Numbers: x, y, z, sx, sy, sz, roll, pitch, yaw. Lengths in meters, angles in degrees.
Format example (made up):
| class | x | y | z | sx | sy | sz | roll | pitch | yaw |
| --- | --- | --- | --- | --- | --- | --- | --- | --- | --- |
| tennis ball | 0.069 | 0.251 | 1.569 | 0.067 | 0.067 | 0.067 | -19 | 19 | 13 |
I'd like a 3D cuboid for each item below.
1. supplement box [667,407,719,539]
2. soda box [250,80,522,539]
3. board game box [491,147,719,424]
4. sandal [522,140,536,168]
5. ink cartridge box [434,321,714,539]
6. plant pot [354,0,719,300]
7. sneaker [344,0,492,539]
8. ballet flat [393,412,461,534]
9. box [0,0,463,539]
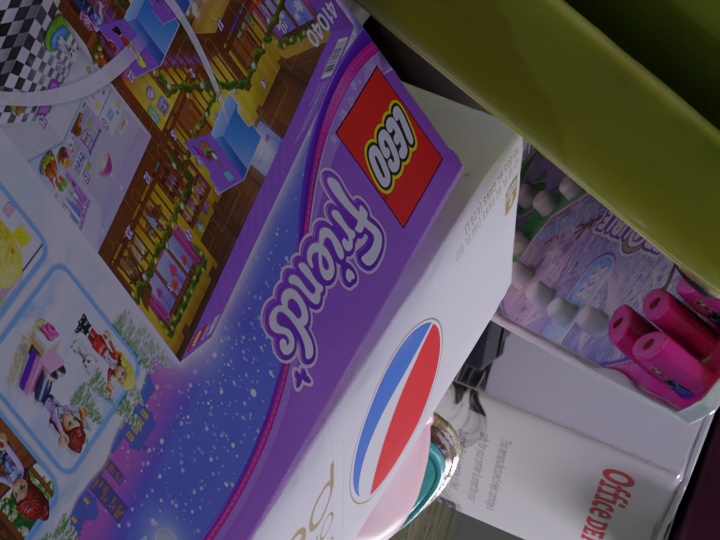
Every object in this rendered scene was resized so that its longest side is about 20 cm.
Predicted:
| class | x | y | z | sx | sy | sz | roll | pitch | yaw |
| --- | --- | --- | --- | --- | --- | --- | --- | --- | --- |
| supplement box | 0.187 | 0.074 | 1.011 | 0.086 | 0.110 | 0.200 | 100 | 11 | -56 |
| soda box | -0.035 | 0.041 | 0.591 | 0.200 | 0.068 | 0.064 | -56 | 159 | -34 |
| board game box | 0.112 | -0.060 | 0.785 | 0.200 | 0.026 | 0.200 | -51 | -158 | -4 |
| sandal | -0.014 | -0.010 | 0.882 | 0.200 | 0.055 | 0.082 | -29 | 136 | -25 |
| ink cartridge box | 0.036 | 0.029 | 0.990 | 0.145 | 0.200 | 0.084 | 94 | 20 | -68 |
| plant pot | 0.089 | -0.119 | 0.617 | 0.182 | 0.200 | 0.199 | -49 | -167 | 16 |
| sneaker | 0.000 | 0.000 | 0.785 | 0.075 | 0.105 | 0.201 | -16 | 107 | -31 |
| ballet flat | -0.039 | 0.082 | 0.942 | 0.200 | 0.071 | 0.071 | -39 | -170 | 35 |
| box | -0.063 | -0.009 | 0.490 | 0.039 | 0.137 | 0.200 | -21 | -155 | 37 |
